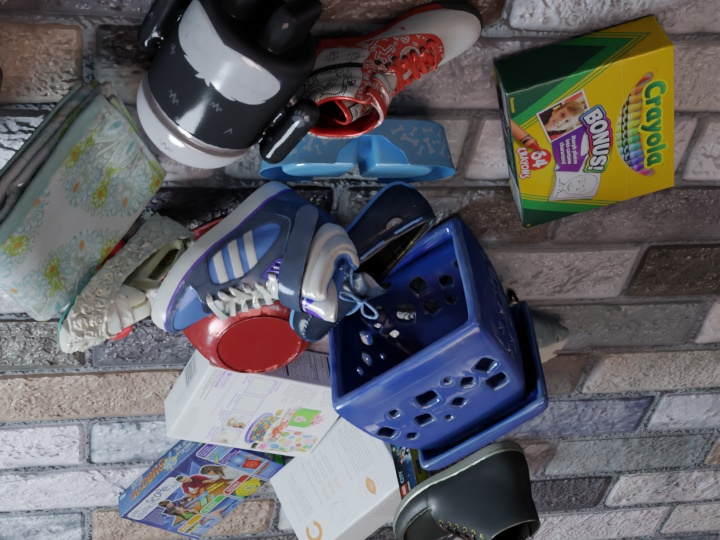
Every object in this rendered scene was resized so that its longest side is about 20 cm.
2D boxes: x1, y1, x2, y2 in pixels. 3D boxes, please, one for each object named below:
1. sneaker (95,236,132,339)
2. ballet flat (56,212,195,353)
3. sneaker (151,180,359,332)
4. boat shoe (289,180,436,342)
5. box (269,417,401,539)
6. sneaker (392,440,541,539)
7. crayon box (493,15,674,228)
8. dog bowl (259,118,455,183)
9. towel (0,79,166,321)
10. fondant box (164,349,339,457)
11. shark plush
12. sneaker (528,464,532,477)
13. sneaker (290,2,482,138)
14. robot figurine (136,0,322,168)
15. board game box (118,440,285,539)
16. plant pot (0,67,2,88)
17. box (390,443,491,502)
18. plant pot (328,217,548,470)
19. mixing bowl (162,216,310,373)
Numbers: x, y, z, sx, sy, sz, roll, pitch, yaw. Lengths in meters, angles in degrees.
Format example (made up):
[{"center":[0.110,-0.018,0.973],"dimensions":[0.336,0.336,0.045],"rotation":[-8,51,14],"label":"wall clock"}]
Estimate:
[{"center":[-0.274,-0.003,1.262],"dimensions":[0.077,0.085,0.200],"rotation":[-15,138,0],"label":"sneaker"},{"center":[-0.228,0.012,1.211],"dimensions":[0.072,0.200,0.072],"rotation":[16,135,16],"label":"ballet flat"},{"center":[-0.095,0.018,1.194],"dimensions":[0.200,0.146,0.081],"rotation":[-46,158,-8],"label":"sneaker"},{"center":[0.000,0.000,1.249],"dimensions":[0.084,0.069,0.200],"rotation":[9,120,-56],"label":"boat shoe"},{"center":[-0.005,0.272,1.583],"dimensions":[0.200,0.125,0.097],"rotation":[-43,154,29],"label":"box"},{"center":[0.114,0.286,1.360],"dimensions":[0.075,0.106,0.200],"rotation":[24,128,-34],"label":"sneaker"},{"center":[0.239,-0.151,1.261],"dimensions":[0.172,0.058,0.200],"rotation":[-15,138,2],"label":"crayon box"},{"center":[-0.003,-0.120,1.203],"dimensions":[0.199,0.050,0.111],"rotation":[-1,175,-15],"label":"dog bowl"},{"center":[-0.273,-0.062,1.129],"dimensions":[0.200,0.048,0.171],"rotation":[-54,156,-15],"label":"towel"},{"center":[-0.126,0.159,1.497],"dimensions":[0.199,0.058,0.144],"rotation":[14,131,-27],"label":"fondant box"},{"center":[0.170,0.058,1.492],"dimensions":[0.200,0.091,0.083],"rotation":[37,100,-18],"label":"shark plush"},{"center":[0.144,0.308,1.721],"dimensions":[0.199,0.074,0.088],"rotation":[-26,137,6],"label":"sneaker"},{"center":[0.029,-0.183,1.133],"dimensions":[0.201,0.108,0.067],"rotation":[-13,138,-1],"label":"sneaker"},{"center":[-0.118,-0.182,1.081],"dimensions":[0.125,0.151,0.200],"rotation":[8,138,-40],"label":"robot figurine"},{"center":[-0.216,0.286,1.624],"dimensions":[0.135,0.035,0.200],"rotation":[27,123,-36],"label":"board game box"},{"center":[-0.404,-0.127,1.038],"dimensions":[0.200,0.200,0.174],"rotation":[23,110,-34],"label":"plant pot"},{"center":[0.098,0.206,1.501],"dimensions":[0.136,0.200,0.038],"rotation":[17,132,-29],"label":"box"},{"center":[0.094,0.094,1.356],"dimensions":[0.200,0.200,0.180],"rotation":[-34,122,22],"label":"plant pot"},{"center":[-0.121,0.044,1.338],"dimensions":[0.199,0.109,0.201],"rotation":[-7,137,-6],"label":"mixing bowl"}]
